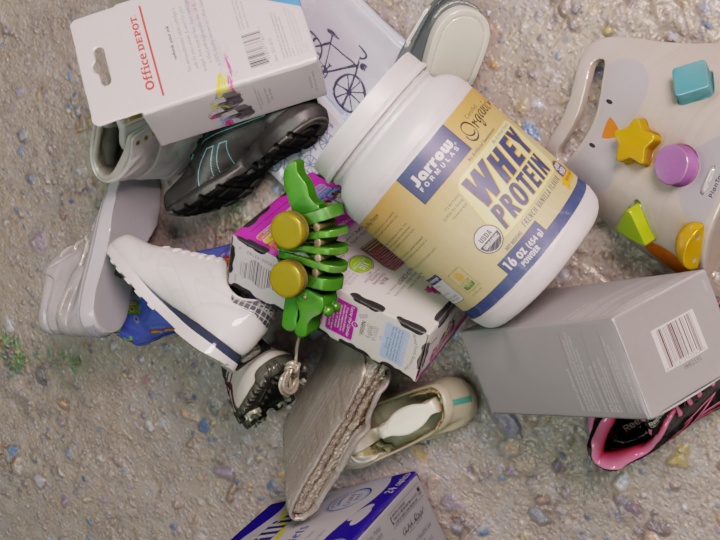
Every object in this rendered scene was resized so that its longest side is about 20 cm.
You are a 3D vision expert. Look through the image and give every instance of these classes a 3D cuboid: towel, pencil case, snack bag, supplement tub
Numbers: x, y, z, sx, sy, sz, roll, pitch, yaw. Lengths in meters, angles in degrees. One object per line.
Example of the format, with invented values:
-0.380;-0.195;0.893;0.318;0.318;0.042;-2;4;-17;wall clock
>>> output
-0.025;0.130;0.983;0.034;0.133;0.200;20;118;-17;towel
-0.179;0.027;1.056;0.200;0.078;0.087;-12;73;30;pencil case
-0.065;-0.199;0.973;0.189;0.021;0.200;47;119;10;snack bag
0.075;-0.066;0.823;0.200;0.144;0.144;40;118;-2;supplement tub

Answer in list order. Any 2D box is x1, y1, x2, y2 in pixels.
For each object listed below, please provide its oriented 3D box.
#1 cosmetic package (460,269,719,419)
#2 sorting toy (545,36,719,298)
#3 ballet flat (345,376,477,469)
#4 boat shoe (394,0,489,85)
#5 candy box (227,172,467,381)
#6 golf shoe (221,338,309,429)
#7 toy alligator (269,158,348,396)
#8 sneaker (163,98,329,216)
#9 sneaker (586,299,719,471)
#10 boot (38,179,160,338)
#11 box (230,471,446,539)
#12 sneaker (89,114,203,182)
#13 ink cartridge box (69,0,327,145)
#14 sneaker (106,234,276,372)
0.184;0.061;0.815;0.200;0.107;0.090;-17;96;64;cosmetic package
0.236;-0.101;0.815;0.180;0.107;0.200;35;117;37;sorting toy
0.021;0.154;0.994;0.200;0.069;0.070;-29;89;30;ballet flat
0.053;-0.154;0.913;0.062;0.073;0.200;-111;38;-49;boat shoe
0.000;0.000;0.917;0.200;0.136;0.061;26;131;18;candy box
-0.107;0.100;0.987;0.088;0.077;0.200;57;162;7;golf shoe
-0.037;0.011;0.821;0.054;0.059;0.200;8;105;24;toy alligator
-0.119;-0.122;0.979;0.200;0.075;0.079;-33;79;24;sneaker
0.263;0.101;0.839;0.079;0.095;0.200;47;117;11;sneaker
-0.278;-0.026;1.054;0.096;0.074;0.200;-3;61;29;boot
-0.042;0.298;0.994;0.200;0.184;0.105;-21;94;29;box
-0.184;-0.159;0.969;0.074;0.116;0.200;44;118;14;sneaker
-0.143;-0.189;0.900;0.200;0.068;0.115;-17;71;-1;ink cartridge box
-0.162;0.015;0.968;0.200;0.076;0.081;36;86;29;sneaker
